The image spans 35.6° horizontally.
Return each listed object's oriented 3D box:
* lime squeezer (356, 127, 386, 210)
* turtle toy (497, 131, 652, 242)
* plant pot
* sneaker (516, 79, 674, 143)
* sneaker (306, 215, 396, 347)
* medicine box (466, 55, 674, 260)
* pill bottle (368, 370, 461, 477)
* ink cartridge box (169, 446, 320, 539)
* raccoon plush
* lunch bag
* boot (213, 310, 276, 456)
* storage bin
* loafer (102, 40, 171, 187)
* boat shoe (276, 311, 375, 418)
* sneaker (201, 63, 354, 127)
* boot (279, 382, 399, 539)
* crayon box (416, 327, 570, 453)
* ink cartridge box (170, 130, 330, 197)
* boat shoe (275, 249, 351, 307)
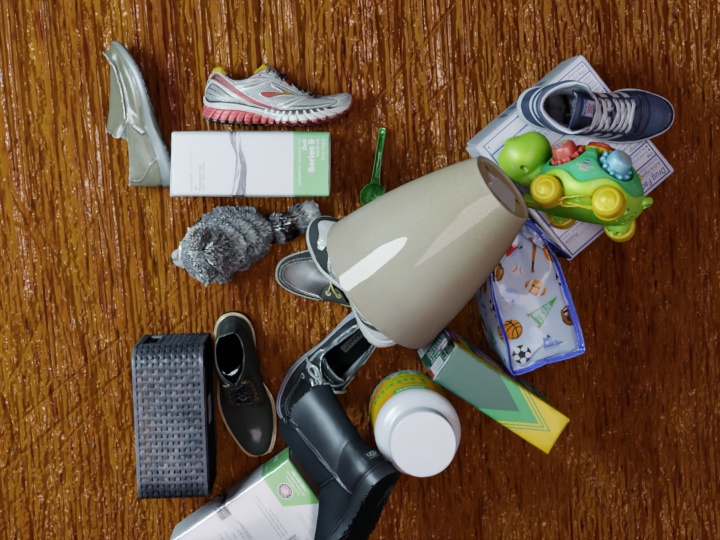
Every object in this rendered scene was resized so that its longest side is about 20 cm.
[{"bbox_3d":[0.012,-0.091,1.483,0.038,0.071,0.201,18,56,3],"label":"lime squeezer"},{"bbox_3d":[0.260,-0.110,1.370,0.199,0.146,0.102,15,83,22],"label":"turtle toy"},{"bbox_3d":[0.095,-0.038,1.332,0.200,0.187,0.187,-38,97,25],"label":"plant pot"},{"bbox_3d":[0.299,-0.194,1.377,0.199,0.109,0.070,4,96,-3],"label":"sneaker"},{"bbox_3d":[0.000,0.000,1.438,0.075,0.088,0.200,-32,72,-14],"label":"sneaker"},{"bbox_3d":[0.274,-0.147,1.487,0.182,0.103,0.200,-40,97,1],"label":"medicine box"},{"bbox_3d":[0.071,0.202,1.462,0.110,0.200,0.112,0,96,-3],"label":"pill bottle"},{"bbox_3d":[-0.137,0.358,1.524,0.200,0.084,0.146,-34,96,1],"label":"ink cartridge box"},{"bbox_3d":[-0.152,-0.052,1.457,0.200,0.134,0.097,-33,95,1],"label":"raccoon plush"},{"bbox_3d":[0.208,0.014,1.465,0.123,0.170,0.201,-18,96,-3],"label":"lunch bag"},{"bbox_3d":[-0.160,0.162,1.477,0.077,0.138,0.201,-16,97,-2],"label":"boot"},{"bbox_3d":[-0.242,0.188,1.476,0.093,0.135,0.201,-1,96,-2],"label":"storage bin"},{"bbox_3d":[-0.302,-0.199,1.465,0.069,0.075,0.201,-18,96,-5],"label":"loafer"},{"bbox_3d":[-0.042,0.138,1.505,0.199,0.068,0.074,-42,101,12],"label":"boat shoe"},{"bbox_3d":[-0.107,-0.230,1.472,0.199,0.078,0.083,3,94,-3],"label":"sneaker"},{"bbox_3d":[-0.045,0.264,1.448,0.168,0.076,0.201,47,128,31],"label":"boot"},{"bbox_3d":[0.167,0.149,1.462,0.172,0.200,0.058,34,93,-5],"label":"crayon box"},{"bbox_3d":[-0.139,-0.138,1.444,0.199,0.146,0.085,0,96,-3],"label":"ink cartridge box"},{"bbox_3d":[-0.015,0.012,1.508,0.200,0.061,0.072,6,96,-4],"label":"boat shoe"}]
